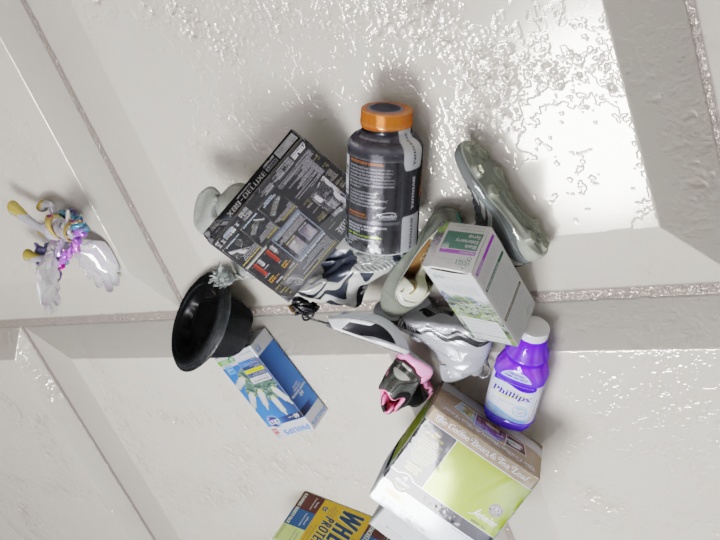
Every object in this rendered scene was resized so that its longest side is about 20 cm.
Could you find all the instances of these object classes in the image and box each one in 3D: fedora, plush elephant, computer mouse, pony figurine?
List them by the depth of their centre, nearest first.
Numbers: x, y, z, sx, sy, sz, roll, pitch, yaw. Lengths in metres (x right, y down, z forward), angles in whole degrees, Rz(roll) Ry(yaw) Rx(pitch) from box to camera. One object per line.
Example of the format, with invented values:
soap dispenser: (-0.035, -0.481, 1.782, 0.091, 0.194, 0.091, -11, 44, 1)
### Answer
computer mouse: (-0.012, 0.079, 1.474, 0.200, 0.044, 0.110, 18, 173, 16)
plush elephant: (-0.167, -0.072, 1.486, 0.165, 0.200, 0.155, 7, 109, 36)
fedora: (-0.251, 0.099, 1.687, 0.092, 0.201, 0.201, 21, 143, -30)
pony figurine: (-0.553, -0.038, 1.764, 0.200, 0.167, 0.193, 17, 125, 40)

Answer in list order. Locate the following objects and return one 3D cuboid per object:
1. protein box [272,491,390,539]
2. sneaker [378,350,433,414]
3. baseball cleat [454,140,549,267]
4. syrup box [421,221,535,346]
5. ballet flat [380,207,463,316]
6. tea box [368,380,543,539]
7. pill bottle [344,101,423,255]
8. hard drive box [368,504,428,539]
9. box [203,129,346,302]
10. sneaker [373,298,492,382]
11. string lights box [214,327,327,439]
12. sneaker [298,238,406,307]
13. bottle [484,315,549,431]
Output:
protein box: (-0.053, 0.586, 1.931, 0.200, 0.135, 0.199, 16, 130, 21)
sneaker: (0.064, 0.192, 1.547, 0.079, 0.095, 0.200, 33, 165, 18)
baseball cleat: (0.171, -0.081, 1.324, 0.106, 0.070, 0.200, -26, 107, 41)
syrup box: (0.168, 0.020, 1.341, 0.079, 0.081, 0.200, 9, 152, 35)
ballet flat: (0.089, 0.000, 1.399, 0.067, 0.064, 0.200, 19, 117, -23)
tea box: (0.154, 0.320, 1.537, 0.200, 0.134, 0.197, 35, 108, 3)
pill bottle: (0.033, -0.130, 1.334, 0.106, 0.106, 0.200, 14, 118, 23)
hard drive box: (0.129, 0.435, 1.744, 0.156, 0.077, 0.200, 35, 135, 3)
box: (-0.101, -0.077, 1.391, 0.158, 0.200, 0.050, 39, -178, -31)
sneaker: (0.114, 0.108, 1.500, 0.200, 0.075, 0.115, 10, 126, 21)
string lights box: (-0.162, 0.208, 1.759, 0.103, 0.059, 0.200, -23, 110, 40)
sneaker: (0.000, 0.000, 1.496, 0.199, 0.130, 0.080, -25, 70, 6)
bottle: (0.244, 0.156, 1.465, 0.083, 0.065, 0.200, 21, 132, 15)
